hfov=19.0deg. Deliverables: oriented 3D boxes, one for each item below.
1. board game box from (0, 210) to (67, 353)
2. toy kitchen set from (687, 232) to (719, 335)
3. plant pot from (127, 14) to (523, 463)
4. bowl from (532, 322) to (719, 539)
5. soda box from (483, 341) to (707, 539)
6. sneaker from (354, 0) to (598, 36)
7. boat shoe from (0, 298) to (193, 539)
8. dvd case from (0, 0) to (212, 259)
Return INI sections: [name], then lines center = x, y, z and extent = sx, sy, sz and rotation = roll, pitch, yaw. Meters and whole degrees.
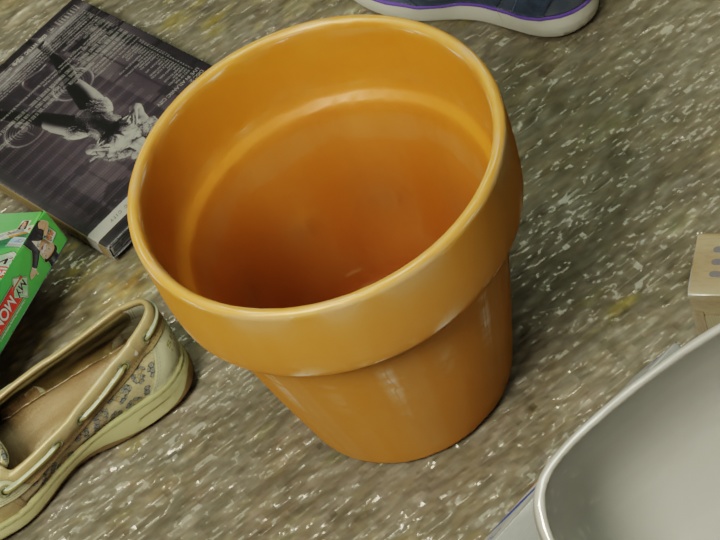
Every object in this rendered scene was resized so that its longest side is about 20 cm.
[board game box]
center = -0.284, 0.026, 1.304
extent = 0.199, 0.029, 0.135
rotation = -1, 49, 38
[toy kitchen set]
center = 0.268, -0.066, 1.105
extent = 0.179, 0.164, 0.201
rotation = 0, 51, 21
[plant pot]
center = 0.000, 0.000, 1.140
extent = 0.198, 0.184, 0.201
rotation = -10, 49, 12
[bowl]
center = 0.192, 0.128, 0.989
extent = 0.199, 0.075, 0.201
rotation = -33, 83, -11
[soda box]
center = 0.108, 0.131, 1.053
extent = 0.068, 0.063, 0.200
rotation = 43, 72, 5
[sneaker]
center = 0.053, -0.226, 1.336
extent = 0.199, 0.147, 0.081
rotation = 17, 59, 31
[boat shoe]
center = -0.190, 0.088, 1.221
extent = 0.200, 0.063, 0.073
rotation = -38, 49, -11
[dvd case]
center = -0.174, -0.097, 1.405
extent = 0.199, 0.016, 0.149
rotation = 28, 65, 37
